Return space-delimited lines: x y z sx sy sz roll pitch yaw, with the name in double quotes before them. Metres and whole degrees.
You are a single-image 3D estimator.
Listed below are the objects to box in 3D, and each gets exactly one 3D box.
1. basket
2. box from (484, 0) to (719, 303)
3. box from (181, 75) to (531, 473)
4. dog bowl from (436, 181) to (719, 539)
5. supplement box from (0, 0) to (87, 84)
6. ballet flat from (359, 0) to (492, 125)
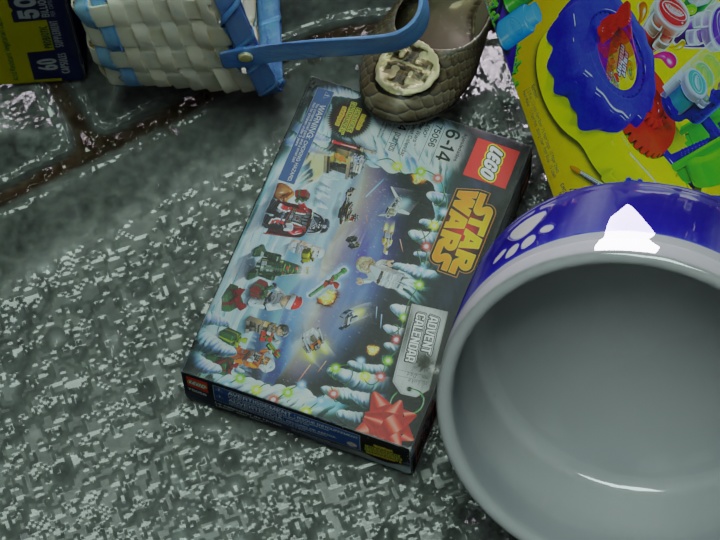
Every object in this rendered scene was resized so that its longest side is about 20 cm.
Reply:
"basket" -0.061 -0.192 1.632 0.200 0.139 0.177 -9 58 14
"box" 0.200 -0.101 1.547 0.193 0.122 0.200 -33 61 28
"box" 0.000 0.000 1.600 0.137 0.040 0.200 18 66 10
"dog bowl" 0.143 0.057 1.475 0.200 0.200 0.079 10 32 7
"supplement box" -0.264 -0.176 1.657 0.200 0.109 0.110 -4 64 1
"ballet flat" 0.059 -0.162 1.652 0.067 0.046 0.200 26 56 14
